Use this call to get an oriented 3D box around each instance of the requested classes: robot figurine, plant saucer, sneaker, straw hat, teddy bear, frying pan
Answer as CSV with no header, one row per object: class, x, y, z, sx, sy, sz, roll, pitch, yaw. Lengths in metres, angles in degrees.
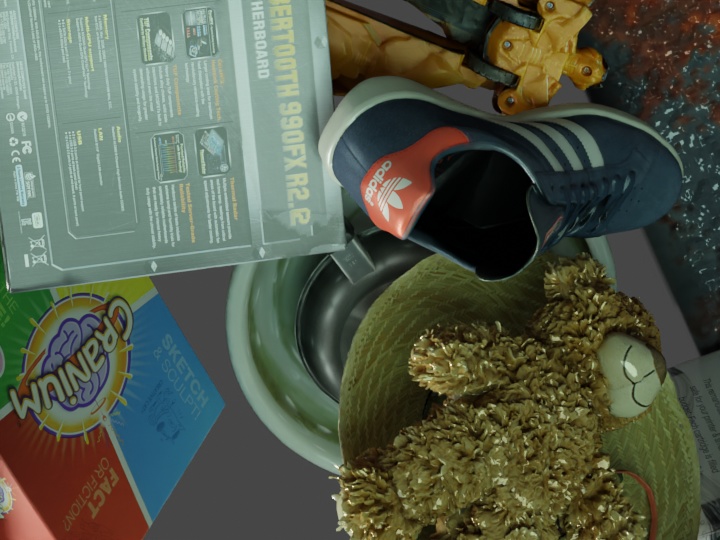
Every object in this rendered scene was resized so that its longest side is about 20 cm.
robot figurine,0.023,-0.131,1.104,0.199,0.058,0.145,21,110,-6
plant saucer,0.029,0.014,1.198,0.199,0.050,0.201,-3,116,-5
sneaker,0.077,-0.030,1.061,0.199,0.085,0.075,4,127,-34
straw hat,0.060,0.093,1.135,0.200,0.085,0.202,7,73,-24
teddy bear,0.073,0.080,1.057,0.199,0.067,0.145,-23,89,-29
frying pan,0.017,-0.003,1.147,0.114,0.031,0.191,-14,120,0

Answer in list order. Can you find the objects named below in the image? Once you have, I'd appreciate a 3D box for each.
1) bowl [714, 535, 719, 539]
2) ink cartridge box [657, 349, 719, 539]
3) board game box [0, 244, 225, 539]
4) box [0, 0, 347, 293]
bowl,0.225,0.184,1.113,0.200,0.105,0.202,-5,122,-8
ink cartridge box,0.166,0.124,1.215,0.199,0.145,0.085,-20,121,3
board game box,-0.155,0.040,1.132,0.040,0.153,0.200,-10,123,33
box,-0.093,-0.099,1.048,0.158,0.048,0.201,-8,109,-7
